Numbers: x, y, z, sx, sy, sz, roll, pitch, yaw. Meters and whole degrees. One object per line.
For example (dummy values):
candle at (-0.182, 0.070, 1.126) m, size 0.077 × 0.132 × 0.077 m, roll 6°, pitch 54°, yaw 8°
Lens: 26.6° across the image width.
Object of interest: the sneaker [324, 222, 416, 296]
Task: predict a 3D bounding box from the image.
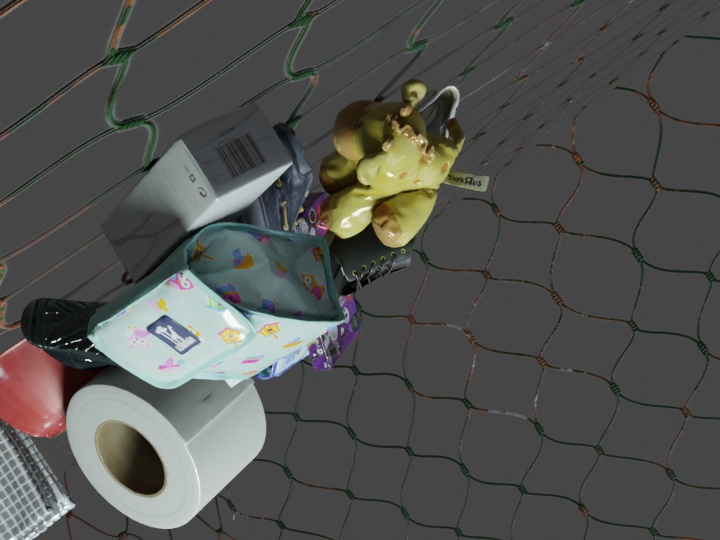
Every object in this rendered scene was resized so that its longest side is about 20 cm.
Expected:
sneaker at (0.000, 0.000, 1.807) m, size 0.075 × 0.106 × 0.200 m, roll 105°, pitch 5°, yaw -60°

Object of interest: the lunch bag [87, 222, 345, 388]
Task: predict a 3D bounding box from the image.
lunch bag at (-0.144, 0.035, 1.477) m, size 0.200 × 0.122 × 0.170 m, roll 4°, pitch 153°, yaw -46°

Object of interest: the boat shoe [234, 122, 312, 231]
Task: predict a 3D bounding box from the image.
boat shoe at (-0.089, -0.057, 1.591) m, size 0.091 × 0.071 × 0.201 m, roll -34°, pitch 139°, yaw -24°

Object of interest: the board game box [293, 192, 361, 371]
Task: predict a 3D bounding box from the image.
board game box at (-0.053, 0.014, 1.960) m, size 0.032 × 0.200 × 0.120 m, roll -7°, pitch -156°, yaw 21°

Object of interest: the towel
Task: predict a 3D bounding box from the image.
towel at (-0.494, 0.277, 1.968) m, size 0.165 × 0.200 × 0.086 m, roll -34°, pitch 175°, yaw 0°

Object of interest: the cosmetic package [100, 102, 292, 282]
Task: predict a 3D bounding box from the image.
cosmetic package at (-0.158, -0.071, 1.439) m, size 0.102 × 0.074 × 0.200 m, roll -29°, pitch 176°, yaw -39°

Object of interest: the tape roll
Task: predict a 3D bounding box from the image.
tape roll at (-0.233, 0.187, 1.819) m, size 0.203 × 0.203 × 0.139 m, roll -38°, pitch -178°, yaw 45°

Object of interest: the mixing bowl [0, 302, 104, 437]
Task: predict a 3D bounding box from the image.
mixing bowl at (-0.378, 0.137, 1.897) m, size 0.200 × 0.109 × 0.200 m, roll -34°, pitch 175°, yaw -3°

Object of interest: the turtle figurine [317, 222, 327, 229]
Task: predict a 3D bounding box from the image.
turtle figurine at (0.022, -0.097, 1.922) m, size 0.150 × 0.101 × 0.200 m, roll -11°, pitch -123°, yaw 60°

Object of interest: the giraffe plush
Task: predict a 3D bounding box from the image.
giraffe plush at (0.030, -0.131, 1.719) m, size 0.199 × 0.173 × 0.162 m, roll -6°, pitch 158°, yaw 17°

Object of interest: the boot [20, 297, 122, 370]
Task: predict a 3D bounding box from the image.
boot at (-0.274, 0.076, 1.705) m, size 0.199 × 0.077 × 0.168 m, roll 9°, pitch 173°, yaw -1°

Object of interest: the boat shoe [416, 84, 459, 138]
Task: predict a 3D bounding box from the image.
boat shoe at (0.066, -0.148, 1.838) m, size 0.069 × 0.071 × 0.200 m, roll -24°, pitch -142°, yaw 55°

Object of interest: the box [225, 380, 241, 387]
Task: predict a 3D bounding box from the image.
box at (-0.138, 0.009, 1.673) m, size 0.156 × 0.200 × 0.041 m, roll -33°, pitch -155°, yaw 4°

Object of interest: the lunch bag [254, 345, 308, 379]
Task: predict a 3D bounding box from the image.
lunch bag at (-0.100, 0.027, 2.044) m, size 0.127 × 0.201 × 0.170 m, roll 0°, pitch -163°, yaw 33°
